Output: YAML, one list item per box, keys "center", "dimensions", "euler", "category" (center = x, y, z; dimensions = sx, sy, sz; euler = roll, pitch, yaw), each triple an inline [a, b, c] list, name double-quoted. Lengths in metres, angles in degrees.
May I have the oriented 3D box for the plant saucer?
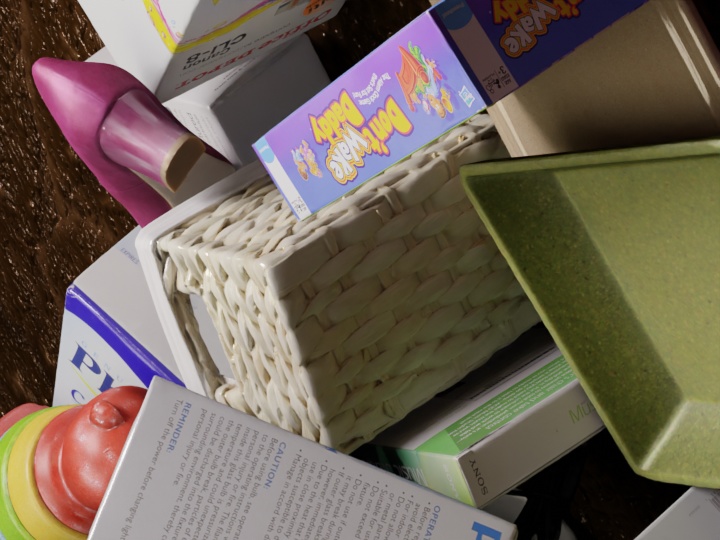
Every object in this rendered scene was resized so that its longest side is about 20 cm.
- center: [0.162, 0.015, 0.842]
  dimensions: [0.199, 0.048, 0.201]
  euler: [-1, 127, 58]
  category: "plant saucer"

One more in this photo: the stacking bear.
- center: [-0.174, 0.130, 1.143]
  dimensions: [0.122, 0.114, 0.200]
  euler: [53, 143, -4]
  category: "stacking bear"

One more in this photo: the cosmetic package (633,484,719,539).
- center: [0.126, 0.196, 0.952]
  dimensions: [0.052, 0.200, 0.151]
  euler: [47, 153, 12]
  category: "cosmetic package"

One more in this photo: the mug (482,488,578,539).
- center: [0.068, 0.229, 1.190]
  dimensions: [0.176, 0.146, 0.201]
  euler: [87, 173, -47]
  category: "mug"

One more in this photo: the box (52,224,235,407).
- center: [-0.109, 0.091, 1.215]
  dimensions: [0.184, 0.105, 0.201]
  euler: [40, 146, 15]
  category: "box"

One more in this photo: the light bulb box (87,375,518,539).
- center: [-0.045, 0.164, 0.957]
  dimensions: [0.199, 0.126, 0.198]
  euler: [22, 165, -4]
  category: "light bulb box"

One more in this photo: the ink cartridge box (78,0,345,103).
- center: [-0.075, -0.211, 0.978]
  dimensions: [0.145, 0.145, 0.200]
  euler: [58, 156, 6]
  category: "ink cartridge box"

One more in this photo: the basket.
- center: [0.000, 0.000, 1.002]
  dimensions: [0.123, 0.199, 0.136]
  euler: [8, 124, 52]
  category: "basket"

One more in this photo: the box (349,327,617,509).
- center: [0.063, 0.078, 1.018]
  dimensions: [0.200, 0.144, 0.037]
  euler: [-5, 112, 63]
  category: "box"

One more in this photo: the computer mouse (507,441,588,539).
- center: [0.045, 0.126, 1.096]
  dimensions: [0.199, 0.110, 0.044]
  euler: [-2, 150, 41]
  category: "computer mouse"

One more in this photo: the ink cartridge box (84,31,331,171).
- center: [-0.083, -0.083, 1.175]
  dimensions: [0.199, 0.086, 0.147]
  euler: [18, 142, 54]
  category: "ink cartridge box"

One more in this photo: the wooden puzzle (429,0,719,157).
- center: [0.109, -0.108, 0.874]
  dimensions: [0.201, 0.037, 0.185]
  euler: [58, 155, -3]
  category: "wooden puzzle"

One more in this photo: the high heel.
- center: [-0.131, -0.063, 1.042]
  dimensions: [0.096, 0.068, 0.200]
  euler: [34, 174, 10]
  category: "high heel"

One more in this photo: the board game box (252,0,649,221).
- center: [0.047, -0.094, 0.802]
  dimensions: [0.045, 0.134, 0.200]
  euler: [57, 155, -3]
  category: "board game box"
